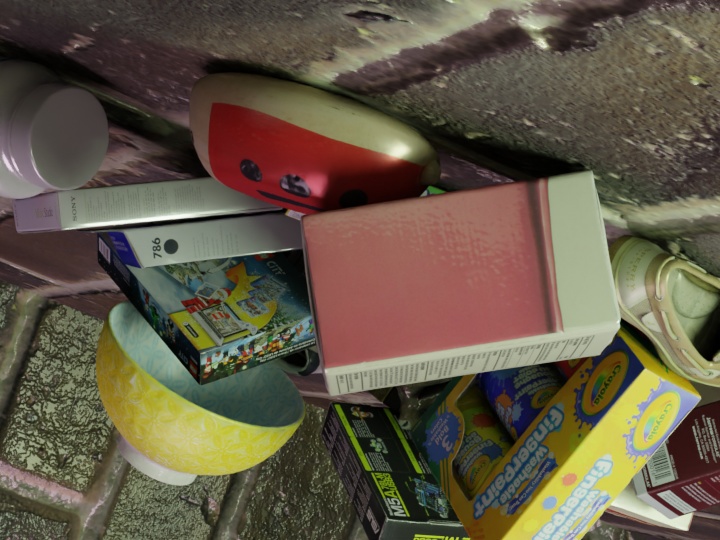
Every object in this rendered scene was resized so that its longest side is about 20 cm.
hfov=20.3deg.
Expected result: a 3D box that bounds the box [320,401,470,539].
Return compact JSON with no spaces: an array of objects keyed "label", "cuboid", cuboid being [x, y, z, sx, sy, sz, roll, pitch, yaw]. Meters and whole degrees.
[{"label":"box","cuboid":[0.078,0.201,1.903,0.192,0.048,0.200,4,-152,-21]}]

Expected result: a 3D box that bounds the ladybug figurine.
[{"label":"ladybug figurine","cuboid":[-0.037,-0.081,1.401,0.199,0.072,0.136,15,170,29]}]

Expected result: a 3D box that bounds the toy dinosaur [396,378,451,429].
[{"label":"toy dinosaur","cuboid":[0.062,0.074,1.804,0.101,0.078,0.200,11,151,-16]}]

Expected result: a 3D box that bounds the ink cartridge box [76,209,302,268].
[{"label":"ink cartridge box","cuboid":[-0.143,-0.027,1.751,0.198,0.040,0.099,-5,-176,-15]}]

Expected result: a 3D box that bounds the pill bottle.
[{"label":"pill bottle","cuboid":[-0.301,-0.118,1.634,0.199,0.113,0.112,14,169,41]}]

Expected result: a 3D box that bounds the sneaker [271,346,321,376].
[{"label":"sneaker","cuboid":[-0.097,0.032,1.856,0.199,0.074,0.071,29,-160,27]}]

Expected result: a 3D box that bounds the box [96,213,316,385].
[{"label":"box","cuboid":[-0.132,0.013,1.801,0.136,0.038,0.200,-17,-138,-28]}]

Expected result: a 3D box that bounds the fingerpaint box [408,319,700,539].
[{"label":"fingerpaint box","cuboid":[0.147,0.115,1.581,0.073,0.200,0.167,27,-160,-36]}]

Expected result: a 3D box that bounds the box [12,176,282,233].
[{"label":"box","cuboid":[-0.183,-0.058,1.715,0.198,0.037,0.144,-5,-178,-24]}]

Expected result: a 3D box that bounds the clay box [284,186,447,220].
[{"label":"clay box","cuboid":[0.045,-0.036,1.570,0.198,0.048,0.115,20,171,-6]}]

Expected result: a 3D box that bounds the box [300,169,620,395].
[{"label":"box","cuboid":[0.064,0.011,1.354,0.198,0.110,0.128,-9,170,-1]}]

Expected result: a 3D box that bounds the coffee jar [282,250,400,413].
[{"label":"coffee jar","cuboid":[-0.003,0.053,1.937,0.199,0.086,0.104,35,154,2]}]

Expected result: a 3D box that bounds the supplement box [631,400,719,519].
[{"label":"supplement box","cuboid":[0.326,0.141,1.654,0.199,0.061,0.109,-19,156,17]}]

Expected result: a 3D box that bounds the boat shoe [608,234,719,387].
[{"label":"boat shoe","cuboid":[0.253,0.037,1.478,0.063,0.074,0.200,17,164,48]}]

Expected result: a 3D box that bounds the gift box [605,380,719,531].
[{"label":"gift box","cuboid":[0.200,0.135,1.823,0.185,0.186,0.200,20,168,-16]}]

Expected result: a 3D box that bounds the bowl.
[{"label":"bowl","cuboid":[-0.160,0.125,1.789,0.199,0.108,0.200,28,-163,-9]}]
